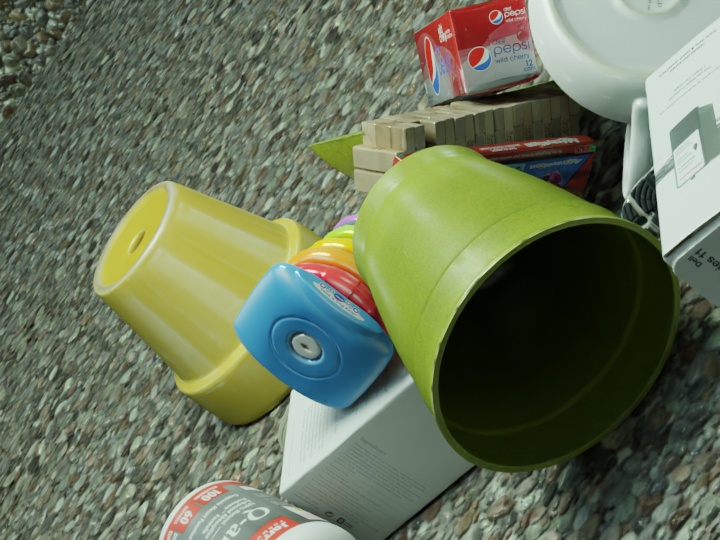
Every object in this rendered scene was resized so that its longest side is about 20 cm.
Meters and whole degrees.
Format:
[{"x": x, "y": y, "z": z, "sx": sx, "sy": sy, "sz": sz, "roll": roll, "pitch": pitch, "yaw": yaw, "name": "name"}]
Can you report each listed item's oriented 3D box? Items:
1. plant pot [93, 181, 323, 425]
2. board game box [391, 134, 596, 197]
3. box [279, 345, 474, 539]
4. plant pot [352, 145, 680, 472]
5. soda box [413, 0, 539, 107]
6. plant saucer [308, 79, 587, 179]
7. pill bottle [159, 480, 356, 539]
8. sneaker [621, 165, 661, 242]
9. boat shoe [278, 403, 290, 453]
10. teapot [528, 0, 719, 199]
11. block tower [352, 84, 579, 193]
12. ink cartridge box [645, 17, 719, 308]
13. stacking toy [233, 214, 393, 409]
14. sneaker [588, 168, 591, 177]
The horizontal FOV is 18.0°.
[{"x": -0.145, "y": 0.017, "z": 2.180, "sx": 0.201, "sy": 0.189, "sz": 0.201, "roll": -45, "pitch": 24, "yaw": 26, "name": "plant pot"}, {"x": 0.095, "y": -0.048, "z": 1.754, "sx": 0.019, "sy": 0.199, "sz": 0.103, "roll": 38, "pitch": 125, "yaw": 40, "name": "board game box"}, {"x": 0.037, "y": 0.106, "z": 1.805, "sx": 0.200, "sy": 0.097, "sz": 0.125, "roll": -42, "pitch": 25, "yaw": 32, "name": "box"}, {"x": 0.093, "y": 0.008, "z": 1.624, "sx": 0.201, "sy": 0.200, "sz": 0.193, "roll": -53, "pitch": 40, "yaw": 8, "name": "plant pot"}, {"x": 0.093, "y": -0.177, "z": 1.853, "sx": 0.063, "sy": 0.070, "sz": 0.200, "roll": -12, "pitch": 2, "yaw": -7, "name": "soda box"}, {"x": 0.087, "y": -0.120, "z": 1.969, "sx": 0.199, "sy": 0.048, "sz": 0.199, "roll": -17, "pitch": 4, "yaw": -28, "name": "plant saucer"}, {"x": -0.062, "y": 0.241, "z": 1.766, "sx": 0.200, "sy": 0.116, "sz": 0.116, "roll": 16, "pitch": 73, "yaw": 52, "name": "pill bottle"}, {"x": 0.275, "y": -0.085, "z": 1.644, "sx": 0.200, "sy": 0.078, "sz": 0.080, "roll": -41, "pitch": 7, "yaw": 21, "name": "sneaker"}, {"x": 0.002, "y": 0.101, "z": 1.952, "sx": 0.200, "sy": 0.072, "sz": 0.068, "roll": -50, "pitch": -14, "yaw": 32, "name": "boat shoe"}, {"x": 0.222, "y": -0.188, "z": 1.773, "sx": 0.200, "sy": 0.197, "sz": 0.146, "roll": -39, "pitch": -19, "yaw": -12, "name": "teapot"}, {"x": 0.088, "y": -0.103, "z": 1.774, "sx": 0.058, "sy": 0.199, "sz": 0.054, "roll": 14, "pitch": 113, "yaw": 49, "name": "block tower"}, {"x": 0.268, "y": -0.052, "z": 1.487, "sx": 0.083, "sy": 0.146, "sz": 0.201, "roll": -40, "pitch": 28, "yaw": 30, "name": "ink cartridge box"}, {"x": 0.000, "y": 0.000, "z": 1.792, "sx": 0.200, "sy": 0.116, "sz": 0.110, "roll": -54, "pitch": 1, "yaw": -44, "name": "stacking toy"}, {"x": 0.112, "y": -0.034, "z": 1.907, "sx": 0.200, "sy": 0.072, "sz": 0.115, "roll": -14, "pitch": 79, "yaw": 36, "name": "sneaker"}]
